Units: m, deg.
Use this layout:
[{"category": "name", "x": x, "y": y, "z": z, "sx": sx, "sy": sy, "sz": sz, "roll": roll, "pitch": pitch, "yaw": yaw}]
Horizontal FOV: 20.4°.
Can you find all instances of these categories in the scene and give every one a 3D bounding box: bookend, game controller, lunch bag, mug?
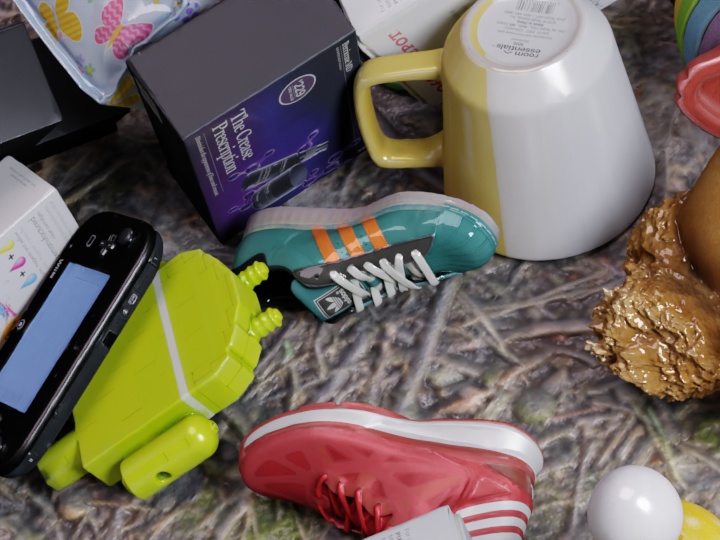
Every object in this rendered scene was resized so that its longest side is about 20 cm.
[{"category": "bookend", "x": -0.256, "y": -0.133, "z": 1.472, "sx": 0.198, "sy": 0.093, "sz": 0.200, "roll": -23, "pitch": 0, "yaw": -25}, {"category": "game controller", "x": -0.209, "y": 0.049, "z": 1.378, "sx": 0.104, "sy": 0.042, "sz": 0.201, "roll": 19, "pitch": 73, "yaw": 45}, {"category": "lunch bag", "x": -0.167, "y": -0.216, "z": 1.446, "sx": 0.127, "sy": 0.169, "sz": 0.200, "roll": -48, "pitch": 68, "yaw": 17}, {"category": "mug", "x": 0.103, "y": -0.104, "z": 1.350, "sx": 0.185, "sy": 0.154, "sz": 0.150, "roll": -25, "pitch": 51, "yaw": -6}]

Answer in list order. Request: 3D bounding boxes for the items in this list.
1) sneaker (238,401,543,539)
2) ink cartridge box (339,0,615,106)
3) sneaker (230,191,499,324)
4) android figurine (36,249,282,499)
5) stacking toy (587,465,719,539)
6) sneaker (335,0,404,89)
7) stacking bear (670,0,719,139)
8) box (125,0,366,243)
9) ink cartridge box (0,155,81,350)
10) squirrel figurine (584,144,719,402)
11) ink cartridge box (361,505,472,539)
[{"category": "sneaker", "x": 0.008, "y": 0.149, "z": 1.234, "sx": 0.198, "sy": 0.079, "sz": 0.116, "roll": -4, "pitch": 48, "yaw": 21}, {"category": "ink cartridge box", "x": 0.091, "y": -0.215, "z": 1.392, "sx": 0.199, "sy": 0.145, "sz": 0.088, "roll": -31, "pitch": 65, "yaw": 13}, {"category": "sneaker", "x": 0.000, "y": 0.000, "z": 1.378, "sx": 0.198, "sy": 0.072, "sz": 0.080, "roll": -5, "pitch": 50, "yaw": 29}, {"category": "android figurine", "x": -0.140, "y": 0.065, "z": 1.368, "sx": 0.199, "sy": 0.041, "sz": 0.183, "roll": -35, "pitch": 44, "yaw": 12}, {"category": "stacking toy", "x": 0.166, "y": 0.169, "z": 1.063, "sx": 0.145, "sy": 0.201, "sz": 0.147, "roll": -11, "pitch": 47, "yaw": 13}, {"category": "sneaker", "x": 0.013, "y": -0.203, "z": 1.536, "sx": 0.077, "sy": 0.084, "sz": 0.200, "roll": -42, "pitch": 48, "yaw": -15}, {"category": "stacking bear", "x": 0.264, "y": -0.181, "z": 1.397, "sx": 0.121, "sy": 0.113, "sz": 0.201, "roll": -46, "pitch": 30, "yaw": 20}, {"category": "box", "x": -0.072, "y": -0.116, "z": 1.408, "sx": 0.141, "sy": 0.200, "sz": 0.079, "roll": -36, "pitch": 72, "yaw": -8}, {"category": "ink cartridge box", "x": -0.286, "y": 0.030, "z": 1.436, "sx": 0.200, "sy": 0.116, "sz": 0.068, "roll": -43, "pitch": 48, "yaw": -16}, {"category": "squirrel figurine", "x": 0.243, "y": 0.027, "z": 1.226, "sx": 0.199, "sy": 0.141, "sz": 0.188, "roll": -17, "pitch": 55, "yaw": 28}, {"category": "ink cartridge box", "x": -0.010, "y": 0.235, "z": 1.116, "sx": 0.199, "sy": 0.146, "sz": 0.084, "roll": -22, "pitch": 44, "yaw": 3}]
